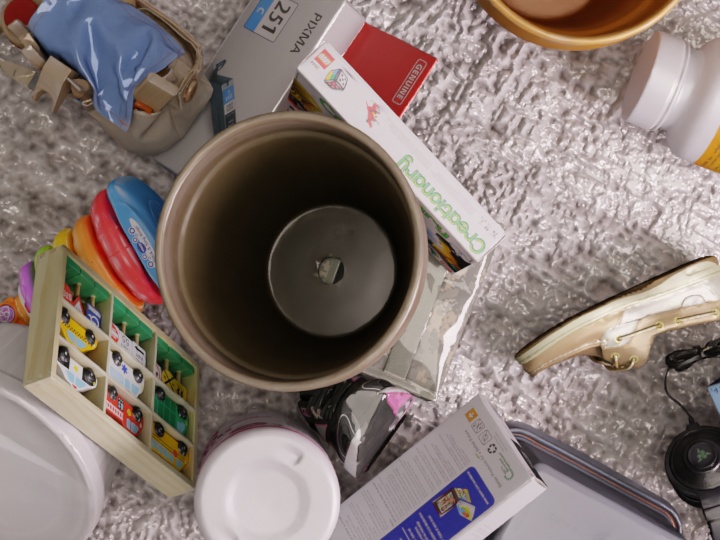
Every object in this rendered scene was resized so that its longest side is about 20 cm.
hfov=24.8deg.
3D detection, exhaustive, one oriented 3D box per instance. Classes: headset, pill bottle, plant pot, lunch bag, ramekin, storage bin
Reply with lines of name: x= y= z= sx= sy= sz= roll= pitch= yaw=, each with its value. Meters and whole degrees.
headset: x=0.309 y=0.163 z=1.406 sx=0.094 sy=0.123 sz=0.201 roll=-18 pitch=81 yaw=9
pill bottle: x=0.333 y=-0.134 z=1.412 sx=0.199 sy=0.111 sz=0.112 roll=20 pitch=89 yaw=-4
plant pot: x=-0.037 y=-0.006 z=1.243 sx=0.199 sy=0.174 sz=0.201 roll=-1 pitch=84 yaw=11
lunch bag: x=0.000 y=0.000 z=1.388 sx=0.199 sy=0.118 sz=0.165 roll=22 pitch=86 yaw=2
ramekin: x=-0.284 y=0.132 z=1.336 sx=0.201 sy=0.094 sz=0.203 roll=13 pitch=131 yaw=16
storage bin: x=0.180 y=0.233 z=1.392 sx=0.199 sy=0.134 sz=0.146 roll=29 pitch=88 yaw=-3
pill bottle: x=-0.078 y=0.175 z=1.339 sx=0.113 sy=0.200 sz=0.114 roll=0 pitch=90 yaw=-4
plant pot: x=0.169 y=-0.277 z=1.363 sx=0.199 sy=0.183 sz=0.201 roll=0 pitch=90 yaw=-3

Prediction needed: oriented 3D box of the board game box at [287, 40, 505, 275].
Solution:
board game box: x=0.025 y=-0.084 z=1.274 sx=0.035 sy=0.126 sz=0.200 roll=-43 pitch=90 yaw=-7

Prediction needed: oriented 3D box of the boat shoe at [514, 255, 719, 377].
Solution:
boat shoe: x=0.233 y=0.053 z=1.424 sx=0.199 sy=0.074 sz=0.067 roll=-24 pitch=87 yaw=-4

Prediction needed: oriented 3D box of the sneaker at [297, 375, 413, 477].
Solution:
sneaker: x=-0.015 y=0.118 z=1.349 sx=0.086 sy=0.200 sz=0.080 roll=35 pitch=78 yaw=6

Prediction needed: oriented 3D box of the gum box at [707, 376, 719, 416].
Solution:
gum box: x=0.389 y=0.154 z=1.400 sx=0.044 sy=0.170 sz=0.201 roll=-22 pitch=93 yaw=41

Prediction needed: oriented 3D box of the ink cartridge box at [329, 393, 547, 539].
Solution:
ink cartridge box: x=0.049 y=0.199 z=1.341 sx=0.200 sy=0.037 sz=0.095 roll=-38 pitch=52 yaw=8

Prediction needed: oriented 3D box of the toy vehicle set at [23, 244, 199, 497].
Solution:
toy vehicle set: x=-0.194 y=0.083 z=1.309 sx=0.026 sy=0.200 sz=0.125 roll=-19 pitch=51 yaw=21

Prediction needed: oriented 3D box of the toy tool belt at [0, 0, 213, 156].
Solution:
toy tool belt: x=-0.223 y=-0.183 z=1.346 sx=0.199 sy=0.123 sz=0.125 roll=31 pitch=86 yaw=9

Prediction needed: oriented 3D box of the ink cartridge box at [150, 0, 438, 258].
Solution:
ink cartridge box: x=-0.058 y=-0.137 z=1.371 sx=0.176 sy=0.045 sz=0.200 roll=31 pitch=88 yaw=34

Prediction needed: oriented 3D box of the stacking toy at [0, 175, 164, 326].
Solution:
stacking toy: x=-0.248 y=0.012 z=1.386 sx=0.199 sy=0.110 sz=0.116 roll=-28 pitch=95 yaw=7
